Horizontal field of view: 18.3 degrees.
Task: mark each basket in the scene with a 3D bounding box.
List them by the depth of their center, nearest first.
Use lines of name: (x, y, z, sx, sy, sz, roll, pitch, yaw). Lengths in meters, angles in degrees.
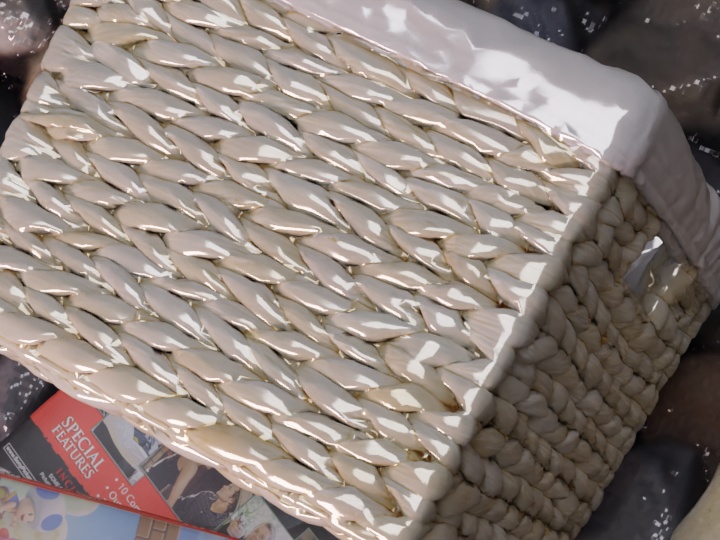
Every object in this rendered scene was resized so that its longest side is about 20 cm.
basket: (0.000, 0.000, 0.746, 0.199, 0.198, 0.162, 25, 84, 21)

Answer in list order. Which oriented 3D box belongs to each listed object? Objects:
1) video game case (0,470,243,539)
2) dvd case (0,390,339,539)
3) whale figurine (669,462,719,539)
video game case: (-0.149, 0.140, 0.787, 0.198, 0.017, 0.144, 18, 86, -18)
dvd case: (-0.040, 0.070, 0.858, 0.200, 0.022, 0.146, -42, 67, 2)
whale figurine: (0.201, 0.107, 0.748, 0.199, 0.104, 0.160, 19, 80, 46)
